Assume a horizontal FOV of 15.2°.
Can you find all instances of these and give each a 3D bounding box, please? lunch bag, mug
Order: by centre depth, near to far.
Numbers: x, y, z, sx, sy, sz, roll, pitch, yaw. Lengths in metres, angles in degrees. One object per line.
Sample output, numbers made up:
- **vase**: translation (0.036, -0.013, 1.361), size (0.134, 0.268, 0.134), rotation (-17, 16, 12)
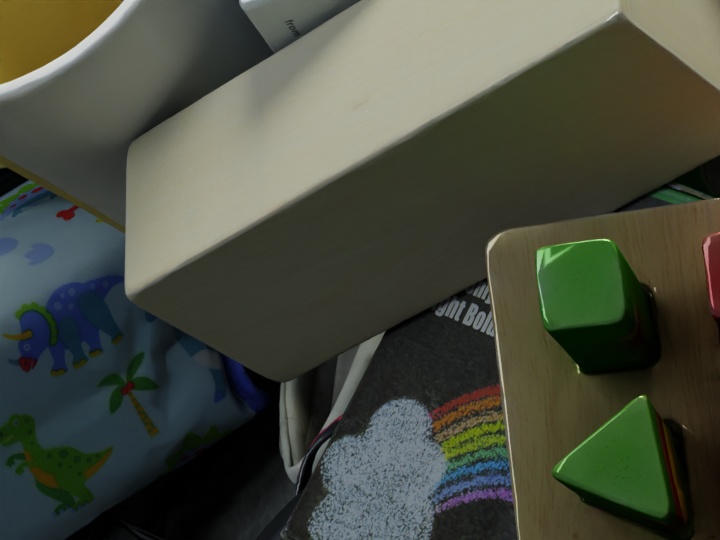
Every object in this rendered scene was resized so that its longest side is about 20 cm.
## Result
- **mug**: translation (-0.092, -0.090, 0.961), size (0.186, 0.153, 0.150), rotation (21, 76, 39)
- **lunch bag**: translation (-0.156, 0.029, 1.096), size (0.169, 0.128, 0.200), rotation (-31, 22, -12)

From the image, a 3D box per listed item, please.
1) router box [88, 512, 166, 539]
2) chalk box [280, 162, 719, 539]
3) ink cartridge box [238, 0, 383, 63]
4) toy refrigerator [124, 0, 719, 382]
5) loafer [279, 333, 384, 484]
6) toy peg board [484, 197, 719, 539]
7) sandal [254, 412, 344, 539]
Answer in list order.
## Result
- **router box**: translation (-0.094, 0.213, 1.014), size (0.149, 0.051, 0.201), rotation (30, 90, 49)
- **chalk box**: translation (0.092, 0.038, 0.874), size (0.125, 0.124, 0.201), rotation (25, 85, 50)
- **ink cartridge box**: translation (0.059, -0.153, 0.878), size (0.199, 0.083, 0.147), rotation (-16, 59, 15)
- **toy refrigerator**: translation (0.021, -0.044, 0.843), size (0.199, 0.076, 0.070), rotation (-29, 48, 32)
- **loafer**: translation (0.000, 0.000, 1.025), size (0.070, 0.070, 0.201), rotation (-32, 47, 38)
- **toy peg board**: translation (0.136, 0.069, 0.725), size (0.198, 0.098, 0.201), rotation (-8, 80, 10)
- **sandal**: translation (0.013, 0.073, 0.943), size (0.045, 0.075, 0.200), rotation (8, 50, 49)
